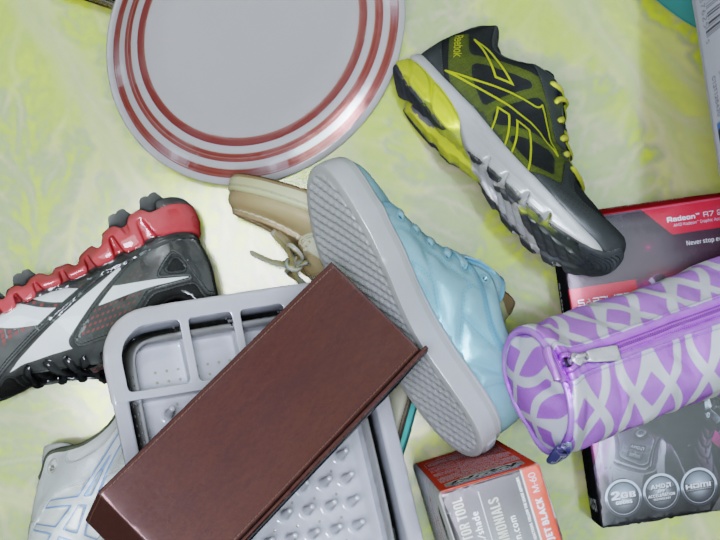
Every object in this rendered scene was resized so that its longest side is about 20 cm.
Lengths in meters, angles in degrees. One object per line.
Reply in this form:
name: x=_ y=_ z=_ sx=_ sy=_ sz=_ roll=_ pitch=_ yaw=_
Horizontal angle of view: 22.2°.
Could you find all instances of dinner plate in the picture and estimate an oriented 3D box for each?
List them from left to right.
dinner plate: x=-0.065 y=-0.148 z=1.146 sx=0.198 sy=0.024 sz=0.202 roll=-14 pitch=123 yaw=-21

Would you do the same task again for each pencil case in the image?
pencil case: x=0.178 y=0.042 z=1.088 sx=0.198 sy=0.086 sz=0.084 roll=-19 pitch=62 yaw=-23

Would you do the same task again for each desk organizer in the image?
desk organizer: x=-0.059 y=0.095 z=1.051 sx=0.077 sy=0.072 sz=0.200 roll=44 pitch=65 yaw=4

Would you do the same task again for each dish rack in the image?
dish rack: x=-0.061 y=0.115 z=1.105 sx=0.170 sy=0.044 sz=0.202 roll=-8 pitch=74 yaw=-20

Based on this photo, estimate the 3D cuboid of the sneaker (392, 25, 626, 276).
sneaker: x=0.104 y=-0.083 z=1.145 sx=0.084 sy=0.075 sz=0.200 roll=-38 pitch=66 yaw=-9

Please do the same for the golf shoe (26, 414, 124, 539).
golf shoe: x=-0.181 y=0.161 z=1.169 sx=0.200 sy=0.078 sz=0.097 roll=-44 pitch=70 yaw=-5

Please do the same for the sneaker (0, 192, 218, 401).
sneaker: x=-0.174 y=0.040 z=1.153 sx=0.199 sy=0.071 sz=0.098 roll=-32 pitch=71 yaw=-2

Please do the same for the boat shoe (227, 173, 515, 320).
boat shoe: x=0.000 y=0.000 z=1.164 sx=0.199 sy=0.073 sz=0.063 roll=27 pitch=89 yaw=-3

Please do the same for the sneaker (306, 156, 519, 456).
sneaker: x=0.041 y=0.010 z=1.116 sx=0.082 sy=0.074 sz=0.201 roll=-37 pitch=104 yaw=-30

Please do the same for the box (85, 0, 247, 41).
box: x=-0.121 y=-0.262 z=1.179 sx=0.158 sy=0.049 sz=0.202 roll=17 pitch=89 yaw=2

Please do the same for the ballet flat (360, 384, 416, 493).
ballet flat: x=-0.010 y=0.153 z=1.165 sx=0.069 sy=0.069 sz=0.202 roll=12 pitch=88 yaw=-1

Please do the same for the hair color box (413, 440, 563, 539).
hair color box: x=0.081 y=0.167 z=1.100 sx=0.063 sy=0.200 sz=0.112 roll=-17 pitch=90 yaw=-2

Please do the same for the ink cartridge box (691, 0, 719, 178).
ink cartridge box: x=0.301 y=-0.104 z=1.121 sx=0.198 sy=0.047 sz=0.200 roll=4 pitch=66 yaw=-23

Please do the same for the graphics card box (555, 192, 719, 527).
graphics card box: x=0.196 y=0.056 z=1.180 sx=0.124 sy=0.051 sz=0.202 roll=-7 pitch=90 yaw=-2

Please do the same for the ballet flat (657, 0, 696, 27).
ballet flat: x=0.250 y=-0.171 z=1.185 sx=0.200 sy=0.068 sz=0.075 roll=42 pitch=66 yaw=-6
